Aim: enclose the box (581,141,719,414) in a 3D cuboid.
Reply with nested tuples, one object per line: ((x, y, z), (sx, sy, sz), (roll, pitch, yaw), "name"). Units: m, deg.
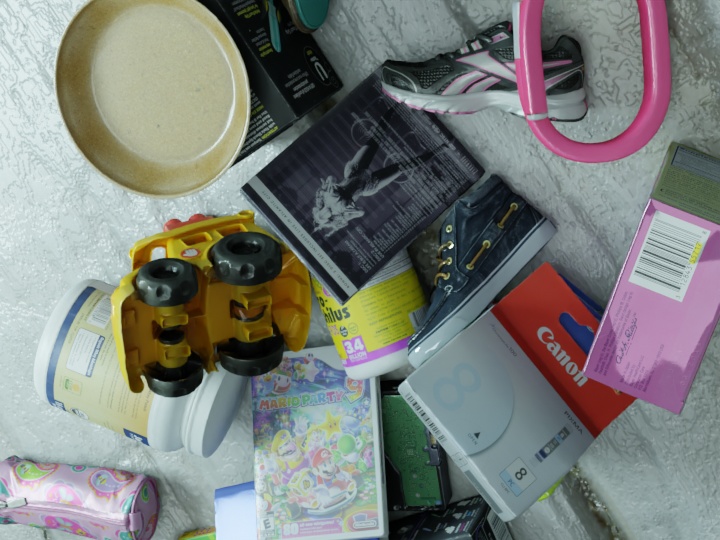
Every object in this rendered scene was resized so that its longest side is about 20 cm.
((0.287, 0.001, 1.373), (0.096, 0.200, 0.178), (22, 114, 10), "box")

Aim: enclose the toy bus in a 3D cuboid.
((-0.173, 0.013, 1.526), (0.192, 0.198, 0.137), (47, 144, 47), "toy bus")

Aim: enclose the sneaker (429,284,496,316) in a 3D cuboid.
((0.126, 0.107, 1.512), (0.067, 0.108, 0.203), (-28, 97, 24), "sneaker")

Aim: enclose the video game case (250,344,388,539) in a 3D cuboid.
((-0.045, 0.181, 1.573), (0.142, 0.018, 0.203), (-8, 74, 18), "video game case")

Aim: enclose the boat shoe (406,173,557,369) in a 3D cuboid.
((0.095, 0.000, 1.472), (0.091, 0.071, 0.200), (43, 75, 6), "boat shoe")

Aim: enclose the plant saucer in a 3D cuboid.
((-0.187, -0.168, 1.394), (0.198, 0.035, 0.203), (6, 111, 17), "plant saucer")

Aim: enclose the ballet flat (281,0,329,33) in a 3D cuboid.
((-0.073, -0.332, 1.458), (0.072, 0.068, 0.202), (8, 111, 37), "ballet flat")

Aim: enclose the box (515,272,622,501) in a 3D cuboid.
((0.187, 0.106, 1.458), (0.122, 0.048, 0.201), (38, 71, 1), "box")

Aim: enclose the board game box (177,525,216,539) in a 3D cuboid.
((-0.120, 0.329, 1.712), (0.198, 0.030, 0.097), (-16, 102, 19), "board game box")

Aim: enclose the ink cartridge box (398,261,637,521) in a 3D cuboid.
((0.158, 0.107, 1.402), (0.199, 0.047, 0.160), (-39, 85, -15), "ink cartridge box")

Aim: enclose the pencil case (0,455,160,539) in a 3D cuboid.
((-0.330, 0.263, 1.726), (0.197, 0.087, 0.089), (6, 110, 15), "pencil case")

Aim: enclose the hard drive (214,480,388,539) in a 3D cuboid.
((-0.064, 0.280, 1.598), (0.198, 0.025, 0.134), (-16, 67, 25), "hard drive")

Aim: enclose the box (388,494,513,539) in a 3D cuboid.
((0.065, 0.334, 1.609), (0.198, 0.106, 0.123), (-20, 99, 23), "box")

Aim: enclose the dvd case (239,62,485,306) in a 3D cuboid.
((0.004, -0.086, 1.464), (0.200, 0.016, 0.149), (-42, 88, -17), "dvd case")

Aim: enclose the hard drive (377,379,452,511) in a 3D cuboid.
((-0.007, 0.189, 1.622), (0.198, 0.038, 0.141), (-4, 107, 20), "hard drive")

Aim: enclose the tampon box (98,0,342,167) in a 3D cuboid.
((-0.138, -0.214, 1.465), (0.126, 0.150, 0.201), (-31, 96, 25), "tampon box")

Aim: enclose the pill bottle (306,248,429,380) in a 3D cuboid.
((0.000, 0.000, 1.513), (0.103, 0.104, 0.202), (-21, 93, 23), "pill bottle")

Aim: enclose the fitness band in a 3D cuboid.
((0.213, -0.199, 1.383), (0.142, 0.037, 0.203), (-7, 99, -8), "fitness band")

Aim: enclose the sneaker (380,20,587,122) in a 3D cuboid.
((0.120, -0.195, 1.438), (0.197, 0.080, 0.087), (4, 105, 4), "sneaker")

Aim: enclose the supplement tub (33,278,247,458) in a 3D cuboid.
((-0.230, 0.106, 1.607), (0.198, 0.144, 0.146), (21, 113, 11), "supplement tub")
